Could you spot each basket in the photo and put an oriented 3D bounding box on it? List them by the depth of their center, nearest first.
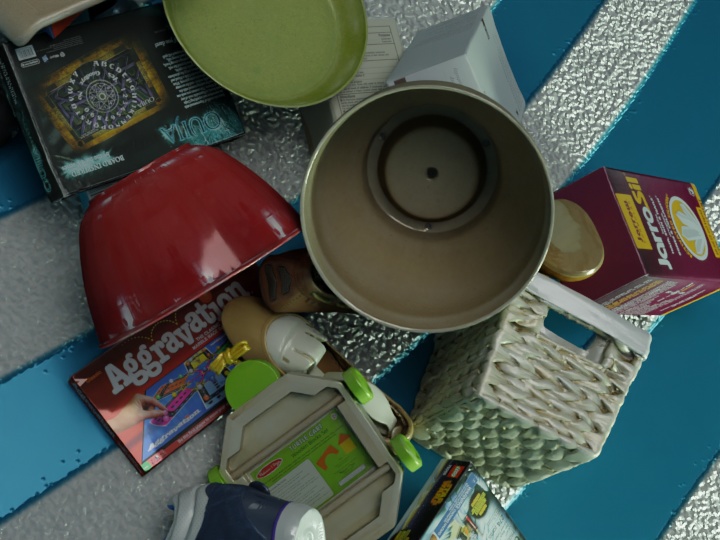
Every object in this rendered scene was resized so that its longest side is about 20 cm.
[{"bbox_3d":[0.137,0.101,1.269,0.135,0.200,0.124,27,68,-8],"label":"basket"}]

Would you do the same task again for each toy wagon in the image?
[{"bbox_3d":[-0.052,0.145,1.222,0.155,0.040,0.200,-36,86,5],"label":"toy wagon"}]

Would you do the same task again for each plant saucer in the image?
[{"bbox_3d":[-0.088,-0.230,1.308,0.199,0.031,0.201,11,64,-24],"label":"plant saucer"}]

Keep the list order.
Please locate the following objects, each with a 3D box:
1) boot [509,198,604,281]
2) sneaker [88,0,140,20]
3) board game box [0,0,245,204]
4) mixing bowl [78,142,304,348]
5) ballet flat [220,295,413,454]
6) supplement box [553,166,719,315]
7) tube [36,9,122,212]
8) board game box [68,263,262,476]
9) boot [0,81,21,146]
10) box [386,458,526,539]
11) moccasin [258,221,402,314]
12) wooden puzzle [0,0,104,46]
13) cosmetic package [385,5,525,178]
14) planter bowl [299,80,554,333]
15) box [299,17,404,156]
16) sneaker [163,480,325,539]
[{"bbox_3d":[0.152,0.003,1.298,0.070,0.145,0.201,-17,34,-18],"label":"boot"},{"bbox_3d":[-0.211,-0.205,1.319,0.199,0.082,0.074,27,63,-9],"label":"sneaker"},{"bbox_3d":[-0.202,-0.150,1.256,0.199,0.028,0.136,-24,95,-40],"label":"board game box"},{"bbox_3d":[-0.152,-0.034,1.194,0.200,0.200,0.109,-33,96,-29],"label":"mixing bowl"},{"bbox_3d":[-0.031,0.086,1.266,0.200,0.063,0.069,41,60,-12],"label":"ballet flat"},{"bbox_3d":[0.257,-0.024,1.377,0.200,0.085,0.111,3,63,-54],"label":"supplement box"},{"bbox_3d":[-0.244,-0.143,1.269,0.077,0.050,0.201,-21,93,-27],"label":"tube"},{"bbox_3d":[-0.142,0.077,1.267,0.200,0.019,0.103,-37,85,-29],"label":"board game box"},{"bbox_3d":[-0.395,-0.123,1.230,0.165,0.066,0.200,41,65,0],"label":"boot"},{"bbox_3d":[0.063,0.277,1.221,0.200,0.040,0.137,-52,122,-29],"label":"box"},{"bbox_3d":[0.000,-0.002,1.291,0.201,0.077,0.074,3,79,-52],"label":"moccasin"},{"bbox_3d":[-0.238,-0.266,1.251,0.199,0.046,0.185,-32,46,-19],"label":"wooden puzzle"},{"bbox_3d":[0.091,-0.160,1.344,0.200,0.081,0.113,-70,139,-65],"label":"cosmetic package"},{"bbox_3d":[0.057,-0.066,1.203,0.200,0.201,0.135,33,18,-6],"label":"planter bowl"},{"bbox_3d":[0.003,-0.131,1.374,0.094,0.078,0.201,-6,71,-22],"label":"box"},{"bbox_3d":[-0.102,0.266,1.183,0.081,0.146,0.201,-30,123,-61],"label":"sneaker"}]
